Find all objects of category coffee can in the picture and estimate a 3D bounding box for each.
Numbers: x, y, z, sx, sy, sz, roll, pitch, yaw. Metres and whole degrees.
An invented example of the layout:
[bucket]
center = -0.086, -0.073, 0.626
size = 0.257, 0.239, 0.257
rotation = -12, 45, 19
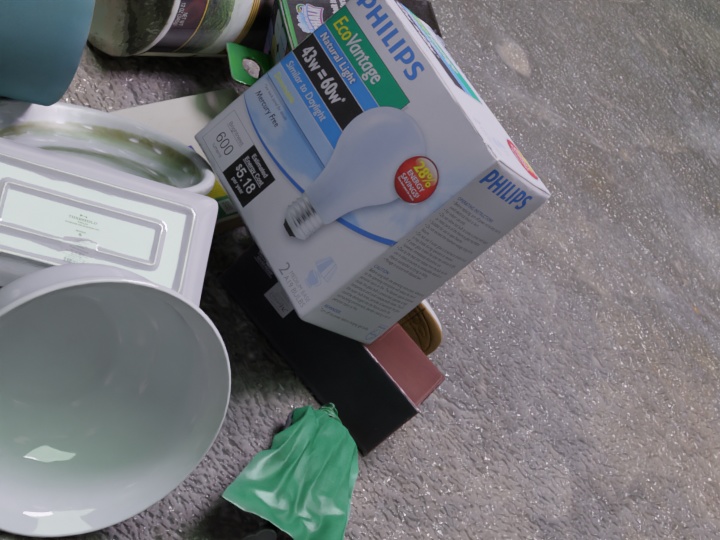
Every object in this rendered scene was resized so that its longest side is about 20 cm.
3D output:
[coffee can]
center = -0.159, -0.275, 1.392
size = 0.199, 0.146, 0.147
rotation = -10, 63, -53

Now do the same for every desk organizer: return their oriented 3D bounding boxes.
[desk organizer]
center = -0.023, 0.052, 1.273
size = 0.200, 0.072, 0.077
rotation = 49, 30, 2

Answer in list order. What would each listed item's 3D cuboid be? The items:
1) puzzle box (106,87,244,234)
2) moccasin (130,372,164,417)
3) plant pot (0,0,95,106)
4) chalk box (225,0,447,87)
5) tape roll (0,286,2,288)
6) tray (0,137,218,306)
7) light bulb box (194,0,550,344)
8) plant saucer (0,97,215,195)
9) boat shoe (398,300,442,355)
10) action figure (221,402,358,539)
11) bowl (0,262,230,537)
[puzzle box]
center = -0.142, -0.098, 1.334
size = 0.133, 0.025, 0.200
rotation = 54, 33, 9
[moccasin]
center = -0.189, 0.038, 1.101
size = 0.068, 0.081, 0.201
rotation = 16, 29, -33
[plant pot]
center = -0.311, -0.237, 1.136
size = 0.160, 0.201, 0.202
rotation = 4, 50, -29
[chalk box]
center = -0.029, -0.179, 1.377
size = 0.198, 0.125, 0.125
rotation = 2, 43, -15
[tape roll]
center = -0.305, -0.010, 1.033
size = 0.202, 0.037, 0.204
rotation = 30, 37, -26
[tray]
center = -0.201, -0.030, 1.038
size = 0.198, 0.022, 0.108
rotation = 16, 70, -18
[light bulb box]
center = 0.009, -0.084, 1.182
size = 0.199, 0.200, 0.125
rotation = 57, 15, 24
[plant saucer]
center = -0.217, -0.080, 1.161
size = 0.199, 0.051, 0.200
rotation = 17, 19, -6
[boat shoe]
center = 0.000, 0.000, 1.354
size = 0.200, 0.071, 0.069
rotation = 41, 26, -16
[action figure]
center = -0.042, 0.162, 1.146
size = 0.118, 0.055, 0.200
rotation = 40, 26, -9
[bowl]
center = -0.194, 0.071, 0.966
size = 0.200, 0.202, 0.090
rotation = 20, 18, -36
